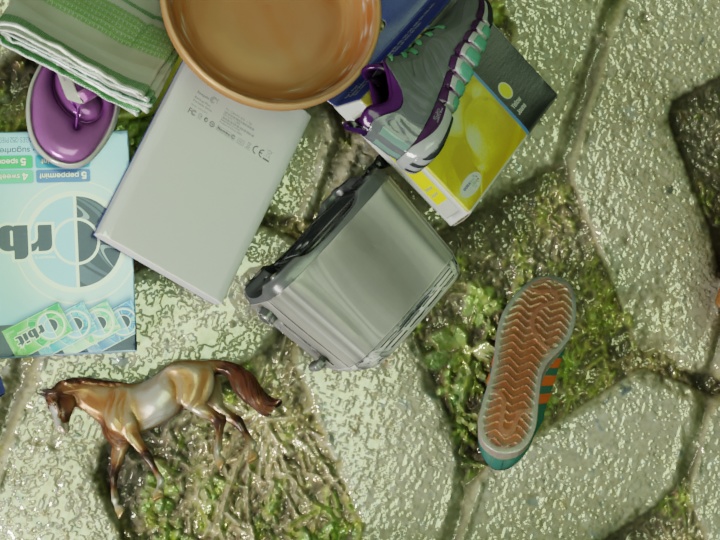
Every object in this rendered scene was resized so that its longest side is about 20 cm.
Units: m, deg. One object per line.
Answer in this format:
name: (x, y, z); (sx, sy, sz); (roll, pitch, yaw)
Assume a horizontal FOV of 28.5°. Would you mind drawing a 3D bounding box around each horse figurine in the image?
horse figurine: (-0.174, 0.133, 1.283); (0.199, 0.050, 0.133); (-22, 76, -6)

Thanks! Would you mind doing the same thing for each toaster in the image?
toaster: (0.000, 0.000, 1.309); (0.129, 0.114, 0.200); (46, 70, -12)

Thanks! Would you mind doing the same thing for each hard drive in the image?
hard drive: (-0.141, -0.088, 1.292); (0.132, 0.025, 0.200); (31, 73, -24)

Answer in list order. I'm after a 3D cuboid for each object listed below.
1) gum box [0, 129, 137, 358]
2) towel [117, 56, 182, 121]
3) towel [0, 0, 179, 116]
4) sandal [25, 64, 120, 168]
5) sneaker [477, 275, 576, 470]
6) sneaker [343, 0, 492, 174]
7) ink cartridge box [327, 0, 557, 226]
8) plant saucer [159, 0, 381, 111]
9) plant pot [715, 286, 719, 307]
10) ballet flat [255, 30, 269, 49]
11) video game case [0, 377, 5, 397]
gum box: (-0.290, -0.023, 1.267); (0.169, 0.045, 0.201); (-2, 89, -15)
towel: (-0.160, -0.194, 1.322); (0.199, 0.018, 0.086); (-13, 90, -15)
towel: (-0.217, -0.241, 1.252); (0.149, 0.031, 0.200); (28, 52, -9)
sandal: (-0.243, -0.189, 1.257); (0.082, 0.050, 0.203); (16, 69, -5)
sneaker: (0.155, 0.100, 1.373); (0.071, 0.080, 0.200); (20, 64, 8)
sneaker: (0.054, -0.185, 1.256); (0.087, 0.074, 0.200); (29, 57, -13)
ink cartridge box: (0.070, -0.175, 1.331); (0.200, 0.047, 0.198); (46, 54, -11)
plant saucer: (-0.080, -0.234, 1.247); (0.199, 0.037, 0.201); (4, 78, -19)
plant pot: (0.445, 0.013, 1.393); (0.200, 0.200, 0.140); (30, 97, -12)
ballet flat: (-0.094, -0.253, 1.307); (0.069, 0.069, 0.201); (16, 73, -13)
video game case: (-0.420, 0.039, 1.204); (0.181, 0.045, 0.201); (-17, 92, 3)
